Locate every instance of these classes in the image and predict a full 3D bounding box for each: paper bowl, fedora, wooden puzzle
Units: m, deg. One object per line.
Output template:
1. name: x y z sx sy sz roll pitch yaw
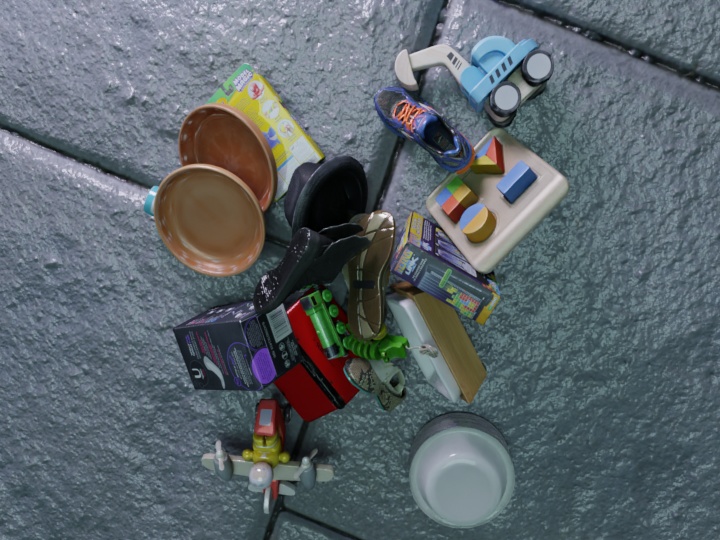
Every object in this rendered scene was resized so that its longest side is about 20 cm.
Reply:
1. paper bowl: 0.186 0.379 1.032 0.193 0.104 0.208 1 102 6
2. fedora: -0.072 -0.107 0.933 0.090 0.198 0.205 30 105 29
3. wooden puzzle: 0.202 -0.123 0.884 0.185 0.202 0.046 -46 132 13

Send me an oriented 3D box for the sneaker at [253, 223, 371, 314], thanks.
1. sneaker: -0.079 0.001 0.875 0.102 0.061 0.201 15 123 -43

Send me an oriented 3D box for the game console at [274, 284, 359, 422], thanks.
1. game console: -0.089 0.158 1.052 0.172 0.118 0.202 -41 98 -19

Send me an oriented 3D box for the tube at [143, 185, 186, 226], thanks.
1. tube: -0.289 -0.084 1.001 0.196 0.051 0.078 27 139 -2

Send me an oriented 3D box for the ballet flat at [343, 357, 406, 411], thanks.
1. ballet flat: 0.036 0.189 0.981 0.074 0.069 0.201 -32 143 4

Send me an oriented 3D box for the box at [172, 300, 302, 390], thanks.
1. box: -0.215 0.129 0.971 0.196 0.105 0.126 -9 103 39

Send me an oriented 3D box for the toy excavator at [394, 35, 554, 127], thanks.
1. toy excavator: 0.178 -0.319 0.893 0.194 0.100 0.201 -41 83 10

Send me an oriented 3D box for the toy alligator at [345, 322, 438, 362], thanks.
1. toy alligator: 0.035 0.126 0.911 0.196 0.054 0.060 13 140 44

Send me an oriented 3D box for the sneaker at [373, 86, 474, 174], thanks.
1. sneaker: 0.102 -0.238 0.903 0.198 0.078 0.076 37 98 15

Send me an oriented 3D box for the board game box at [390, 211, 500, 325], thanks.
1. board game box: 0.135 -0.011 0.900 0.162 0.201 0.058 28 110 -1

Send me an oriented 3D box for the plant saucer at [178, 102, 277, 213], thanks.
1. plant saucer: -0.222 -0.181 0.947 0.195 0.032 0.206 16 126 22

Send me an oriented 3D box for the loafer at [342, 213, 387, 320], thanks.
1. loafer: 0.000 0.000 0.970 0.074 0.068 0.207 -14 111 -23

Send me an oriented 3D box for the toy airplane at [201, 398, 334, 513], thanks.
1. toy airplane: -0.175 0.366 1.042 0.199 0.141 0.200 -40 97 12

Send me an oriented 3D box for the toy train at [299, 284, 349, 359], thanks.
1. toy train: -0.073 0.063 0.977 0.041 0.056 0.205 -22 92 42

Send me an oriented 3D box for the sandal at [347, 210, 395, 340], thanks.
1. sandal: 0.020 0.007 0.901 0.078 0.054 0.207 5 91 26

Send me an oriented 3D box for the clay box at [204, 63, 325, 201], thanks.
1. clay box: -0.164 -0.236 0.956 0.114 0.048 0.202 -37 96 14

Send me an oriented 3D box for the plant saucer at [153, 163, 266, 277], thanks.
1. plant saucer: -0.252 -0.086 0.950 0.193 0.038 0.206 4 120 7

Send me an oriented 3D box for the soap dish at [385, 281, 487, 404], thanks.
1. soap dish: 0.128 0.112 0.957 0.080 0.157 0.204 -30 99 -8
